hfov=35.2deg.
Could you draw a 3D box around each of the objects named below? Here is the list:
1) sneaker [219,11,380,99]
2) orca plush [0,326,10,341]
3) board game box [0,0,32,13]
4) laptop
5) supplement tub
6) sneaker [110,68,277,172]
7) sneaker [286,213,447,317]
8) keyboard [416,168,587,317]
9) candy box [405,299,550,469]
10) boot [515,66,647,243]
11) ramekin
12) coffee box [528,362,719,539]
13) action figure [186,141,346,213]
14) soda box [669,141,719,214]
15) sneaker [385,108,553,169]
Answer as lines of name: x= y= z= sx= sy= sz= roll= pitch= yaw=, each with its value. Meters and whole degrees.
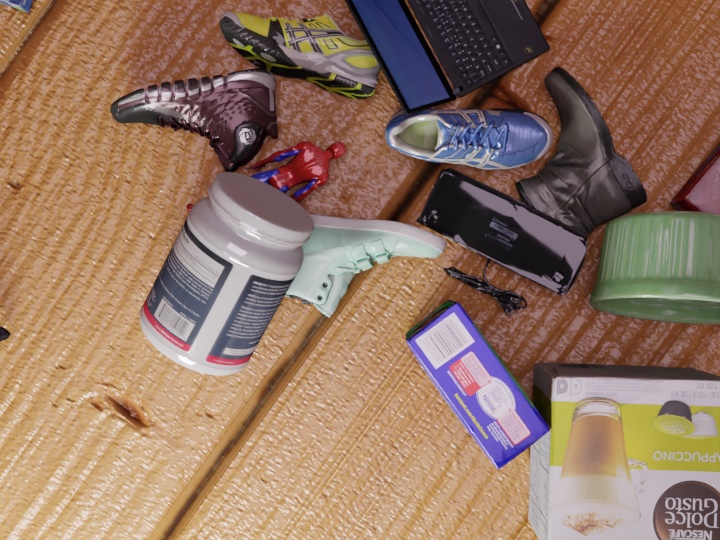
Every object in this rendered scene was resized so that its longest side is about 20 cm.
sneaker: x=-0.069 y=-0.270 z=1.354 sx=0.200 sy=0.075 sz=0.077 roll=20 pitch=82 yaw=-8
orca plush: x=-0.500 y=0.014 z=1.373 sx=0.200 sy=0.071 sz=0.105 roll=46 pitch=46 yaw=-2
board game box: x=-0.480 y=-0.409 z=1.380 sx=0.200 sy=0.034 sz=0.136 roll=17 pitch=90 yaw=2
laptop: x=0.100 y=-0.298 z=1.327 sx=0.200 sy=0.103 sz=0.177 roll=-28 pitch=89 yaw=1
supplement tub: x=-0.151 y=0.005 z=1.288 sx=0.140 sy=0.140 sz=0.200 roll=31 pitch=109 yaw=2
sneaker: x=-0.192 y=-0.167 z=1.350 sx=0.200 sy=0.076 sz=0.116 roll=-10 pitch=92 yaw=1
sneaker: x=0.000 y=0.000 z=1.339 sx=0.200 sy=0.074 sz=0.118 roll=5 pitch=83 yaw=11
keyboard: x=0.160 y=-0.026 z=1.350 sx=0.200 sy=0.021 sz=0.127 roll=28 pitch=100 yaw=12
candy box: x=0.124 y=0.121 z=1.272 sx=0.077 sy=0.200 sz=0.169 roll=-35 pitch=89 yaw=-1
boot: x=0.237 y=-0.129 z=1.343 sx=0.131 sy=0.068 sz=0.200 roll=-30 pitch=87 yaw=7
ramekin: x=0.362 y=-0.002 z=1.273 sx=0.200 sy=0.200 sz=0.098 roll=6 pitch=81 yaw=2
coffee box: x=0.298 y=0.210 z=1.265 sx=0.199 sy=0.200 sz=0.198 roll=2 pitch=89 yaw=2
action figure: x=-0.107 y=-0.103 z=1.358 sx=0.200 sy=0.052 sz=0.065 roll=-27 pitch=93 yaw=2
soda box: x=0.457 y=-0.137 z=1.331 sx=0.063 sy=0.070 sz=0.200 roll=39 pitch=90 yaw=1
sneaker: x=0.122 y=-0.151 z=1.319 sx=0.200 sy=0.077 sz=0.076 roll=1 pitch=103 yaw=14
